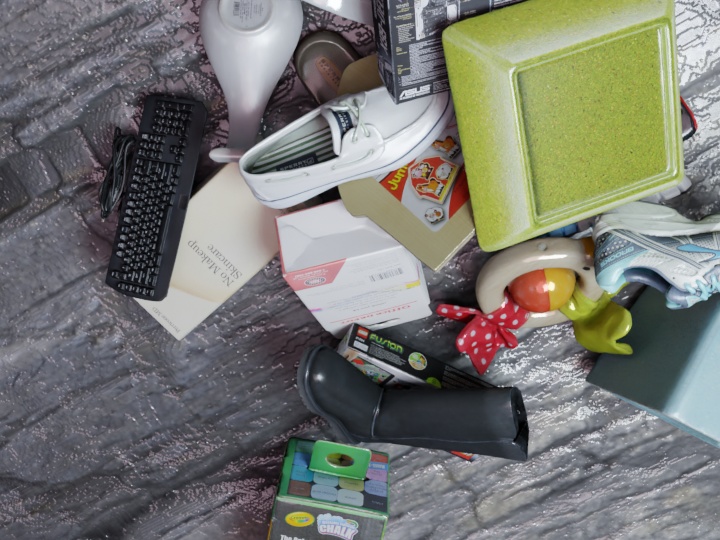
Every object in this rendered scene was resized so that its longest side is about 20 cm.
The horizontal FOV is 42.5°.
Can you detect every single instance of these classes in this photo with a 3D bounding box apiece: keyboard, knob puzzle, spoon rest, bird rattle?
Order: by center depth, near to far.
[{"bbox_3d":[0.059,-0.122,0.833,0.219,0.030,0.220,-4,75,16],"label":"knob puzzle"},{"bbox_3d":[-0.109,-0.191,0.868,0.099,0.061,0.200,5,78,1],"label":"spoon rest"},{"bbox_3d":[-0.217,-0.075,0.902,0.104,0.040,0.200,10,86,26],"label":"keyboard"},{"bbox_3d":[0.175,0.020,0.933,0.200,0.113,0.163,-1,142,10],"label":"bird rattle"}]

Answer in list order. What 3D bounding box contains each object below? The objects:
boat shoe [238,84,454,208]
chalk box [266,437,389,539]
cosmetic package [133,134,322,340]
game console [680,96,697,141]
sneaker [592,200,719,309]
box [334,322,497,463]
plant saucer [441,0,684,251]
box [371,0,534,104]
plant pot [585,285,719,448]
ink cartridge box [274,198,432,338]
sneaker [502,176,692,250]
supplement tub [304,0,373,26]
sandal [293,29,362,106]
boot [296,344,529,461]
[{"bbox_3d":[-0.011,-0.114,0.800,0.200,0.067,0.074,-30,70,7],"label":"boat shoe"},{"bbox_3d":[-0.036,0.272,1.036,0.125,0.124,0.200,12,110,-2],"label":"chalk box"},{"bbox_3d":[-0.146,-0.035,0.947,0.200,0.073,0.104,-42,104,14],"label":"cosmetic package"},{"bbox_3d":[0.191,-0.152,0.888,0.200,0.031,0.177,-34,89,14],"label":"game console"},{"bbox_3d":[0.304,-0.002,0.816,0.200,0.078,0.086,6,68,22],"label":"sneaker"},{"bbox_3d":[0.059,0.136,1.001,0.200,0.035,0.110,25,140,-8],"label":"box"},{"bbox_3d":[0.181,-0.122,0.745,0.200,0.048,0.200,-20,119,-10],"label":"plant saucer"},{"bbox_3d":[0.109,-0.227,0.734,0.200,0.050,0.158,-16,142,-5],"label":"box"},{"bbox_3d":[0.381,0.076,0.916,0.196,0.196,0.200,26,89,-8],"label":"plant pot"},{"bbox_3d":[0.000,0.000,0.927,0.116,0.200,0.068,-14,66,7],"label":"ink cartridge box"},{"bbox_3d":[0.220,-0.081,0.930,0.200,0.075,0.087,-23,89,10],"label":"sneaker"},{"bbox_3d":[0.000,-0.329,0.798,0.132,0.132,0.200,21,109,-7],"label":"supplement tub"},{"bbox_3d":[0.012,-0.151,0.907,0.082,0.055,0.200,-38,106,14],"label":"sandal"},{"bbox_3d":[0.056,0.130,0.910,0.200,0.066,0.165,3,151,26],"label":"boot"}]
